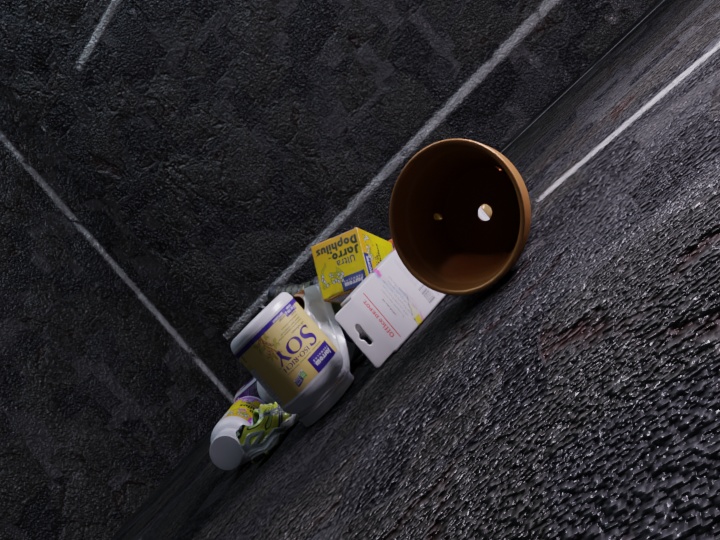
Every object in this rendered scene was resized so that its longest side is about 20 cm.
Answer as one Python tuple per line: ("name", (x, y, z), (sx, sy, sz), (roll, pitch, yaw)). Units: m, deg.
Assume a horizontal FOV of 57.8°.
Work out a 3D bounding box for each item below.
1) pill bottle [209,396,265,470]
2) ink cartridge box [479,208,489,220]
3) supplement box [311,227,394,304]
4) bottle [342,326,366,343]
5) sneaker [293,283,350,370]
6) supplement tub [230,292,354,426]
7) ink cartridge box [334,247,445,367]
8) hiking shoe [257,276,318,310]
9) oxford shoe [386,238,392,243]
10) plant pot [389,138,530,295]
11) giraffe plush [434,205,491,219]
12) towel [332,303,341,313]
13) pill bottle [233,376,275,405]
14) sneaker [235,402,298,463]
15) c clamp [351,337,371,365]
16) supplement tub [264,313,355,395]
("pill bottle", (-0.262, 0.354, 1.415), (0.104, 0.105, 0.200), (-42, 3, 10))
("ink cartridge box", (0.165, -0.046, 1.249), (0.144, 0.085, 0.200), (-42, 2, 28))
("supplement box", (0.000, 0.000, 1.308), (0.106, 0.113, 0.199), (-21, -14, 20))
("bottle", (0.024, 0.076, 1.231), (0.084, 0.065, 0.200), (-47, 2, -32))
("sneaker", (-0.080, 0.124, 1.272), (0.082, 0.203, 0.074), (-16, -32, -14))
("supplement tub", (-0.119, 0.159, 1.161), (0.145, 0.201, 0.145), (-43, 2, 2))
("ink cartridge box", (0.048, 0.055, 1.091), (0.200, 0.117, 0.067), (-44, 4, -21))
("hiking shoe", (-0.152, 0.066, 1.420), (0.199, 0.099, 0.077), (-41, 30, 43))
("oxford shoe", (0.040, -0.002, 1.449), (0.200, 0.071, 0.073), (-45, 0, 12))
("plant pot", (0.155, -0.077, 0.920), (0.199, 0.203, 0.139), (-42, -14, 28))
("giraffe plush", (0.195, -0.145, 1.488), (0.172, 0.163, 0.200), (-43, 3, 2))
("towel", (-0.073, 0.134, 1.458), (0.036, 0.150, 0.201), (-11, -33, -52))
("pill bottle", (-0.222, 0.299, 1.577), (0.199, 0.113, 0.112), (-41, 3, 43))
("sneaker", (-0.166, 0.285, 1.283), (0.075, 0.077, 0.200), (-43, 0, 37))
("c clamp", (0.043, 0.118, 1.298), (0.172, 0.027, 0.200), (-50, 3, 4))
("supplement tub", (-0.118, 0.187, 1.397), (0.199, 0.133, 0.132), (-39, 4, 34))
